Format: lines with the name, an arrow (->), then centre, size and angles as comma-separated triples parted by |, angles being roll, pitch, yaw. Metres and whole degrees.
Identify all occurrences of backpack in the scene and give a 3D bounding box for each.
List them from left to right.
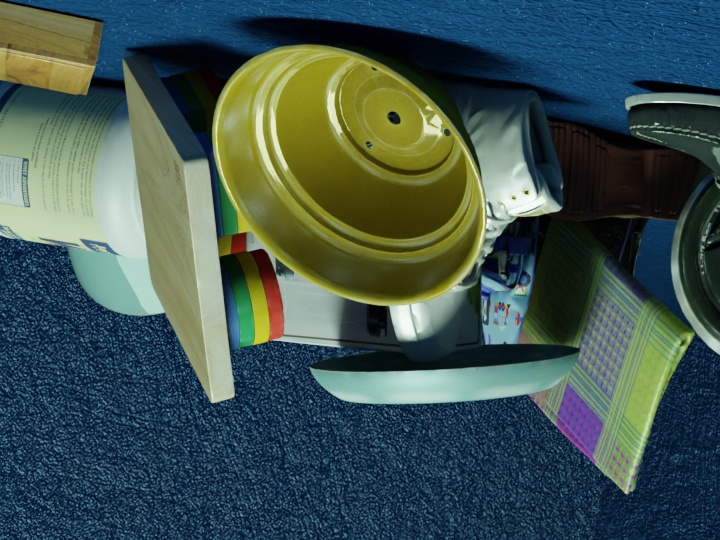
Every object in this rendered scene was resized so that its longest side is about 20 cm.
backpack -> 0.146, 0.007, 1.824 | 0.133, 0.202, 0.183 | 10, -175, -10

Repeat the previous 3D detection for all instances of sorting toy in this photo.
sorting toy -> -0.113, -0.039, 1.674 | 0.069, 0.200, 0.200 | -12, -150, -14

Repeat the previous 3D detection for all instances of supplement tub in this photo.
supplement tub -> -0.230, -0.089, 1.962 | 0.198, 0.146, 0.145 | 9, 177, 26

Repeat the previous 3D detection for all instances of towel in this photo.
towel -> 0.173, 0.056, 1.653 | 0.023, 0.145, 0.200 | 3, -155, -27

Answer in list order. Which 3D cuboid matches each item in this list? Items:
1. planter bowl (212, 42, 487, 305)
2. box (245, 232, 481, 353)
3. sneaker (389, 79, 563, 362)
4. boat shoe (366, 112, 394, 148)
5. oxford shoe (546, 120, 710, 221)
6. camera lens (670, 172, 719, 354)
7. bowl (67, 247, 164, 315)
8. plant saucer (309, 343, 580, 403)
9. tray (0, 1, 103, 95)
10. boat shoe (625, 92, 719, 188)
planter bowl -> 0.007, -0.082, 1.475 | 0.199, 0.202, 0.084 | 9, -140, 26
box -> 0.000, 0.000, 1.713 | 0.199, 0.118, 0.060 | 2, -176, 43
sneaker -> 0.082, -0.030, 1.541 | 0.115, 0.202, 0.074 | 5, -167, 25
boat shoe -> 0.016, -0.098, 1.615 | 0.198, 0.075, 0.093 | 8, 180, 15
oxford shoe -> 0.169, -0.070, 1.692 | 0.198, 0.071, 0.074 | 11, 180, -16
camera lens -> 0.315, -0.001, 1.609 | 0.159, 0.162, 0.200 | 9, 177, 19
bowl -> -0.205, -0.070, 2.094 | 0.199, 0.202, 0.105 | 9, 158, 26
plant saucer -> 0.062, 0.075, 1.631 | 0.198, 0.028, 0.200 | -3, -178, 0
tray -> -0.246, -0.164, 1.662 | 0.098, 0.037, 0.200 | 11, 178, -8
boat shoe -> 0.262, -0.071, 1.423 | 0.198, 0.061, 0.076 | 10, 177, -3
